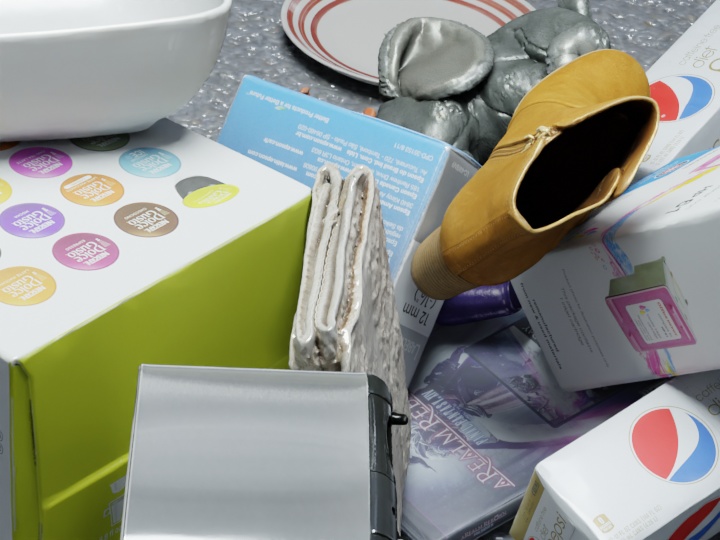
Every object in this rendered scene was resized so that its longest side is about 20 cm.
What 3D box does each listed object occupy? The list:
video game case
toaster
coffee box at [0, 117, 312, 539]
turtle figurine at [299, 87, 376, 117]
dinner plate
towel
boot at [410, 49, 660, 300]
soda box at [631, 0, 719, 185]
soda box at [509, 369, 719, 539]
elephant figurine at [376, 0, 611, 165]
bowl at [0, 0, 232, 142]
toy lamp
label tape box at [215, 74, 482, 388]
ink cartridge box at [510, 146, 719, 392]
[{"bbox_3d":[0.072,0.072,1.166,0.199,0.019,0.143,-26,44,-26],"label":"video game case"},{"bbox_3d":[-0.044,0.150,0.883,0.118,0.201,0.182,4,42,-5],"label":"toaster"},{"bbox_3d":[-0.160,0.045,1.028,0.197,0.201,0.199,27,38,30],"label":"coffee box"},{"bbox_3d":[-0.074,-0.061,1.316,0.160,0.065,0.200,-14,17,-9],"label":"turtle figurine"},{"bbox_3d":[0.040,-0.172,1.559,0.198,0.024,0.201,5,33,-3],"label":"dinner plate"},{"bbox_3d":[0.000,0.060,1.018,0.034,0.201,0.133,-1,45,9],"label":"towel"},{"bbox_3d":[0.116,-0.063,1.078,0.071,0.144,0.201,48,62,-5],"label":"boot"},{"bbox_3d":[0.214,-0.098,1.307,0.068,0.064,0.200,15,47,39],"label":"soda box"},{"bbox_3d":[0.173,0.094,1.094,0.199,0.068,0.064,-29,62,-28],"label":"soda box"},{"bbox_3d":[0.064,-0.098,1.369,0.198,0.143,0.155,-10,4,2],"label":"elephant figurine"},{"bbox_3d":[-0.171,-0.125,1.039,0.198,0.075,0.200,-5,32,-16],"label":"bowl"},{"bbox_3d":[0.000,0.000,1.216,0.199,0.059,0.058,3,28,28],"label":"toy lamp"},{"bbox_3d":[-0.033,0.011,1.162,0.143,0.201,0.066,21,-1,31],"label":"label tape box"},{"bbox_3d":[0.193,-0.012,1.098,0.144,0.085,0.200,-30,8,-30],"label":"ink cartridge box"}]
